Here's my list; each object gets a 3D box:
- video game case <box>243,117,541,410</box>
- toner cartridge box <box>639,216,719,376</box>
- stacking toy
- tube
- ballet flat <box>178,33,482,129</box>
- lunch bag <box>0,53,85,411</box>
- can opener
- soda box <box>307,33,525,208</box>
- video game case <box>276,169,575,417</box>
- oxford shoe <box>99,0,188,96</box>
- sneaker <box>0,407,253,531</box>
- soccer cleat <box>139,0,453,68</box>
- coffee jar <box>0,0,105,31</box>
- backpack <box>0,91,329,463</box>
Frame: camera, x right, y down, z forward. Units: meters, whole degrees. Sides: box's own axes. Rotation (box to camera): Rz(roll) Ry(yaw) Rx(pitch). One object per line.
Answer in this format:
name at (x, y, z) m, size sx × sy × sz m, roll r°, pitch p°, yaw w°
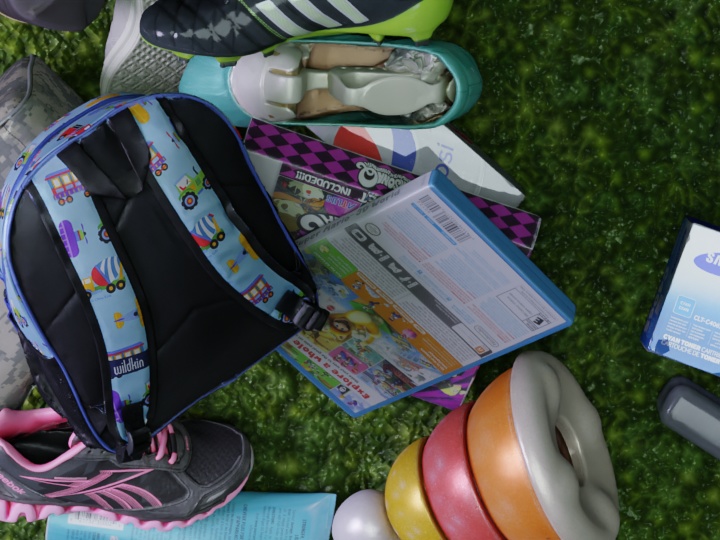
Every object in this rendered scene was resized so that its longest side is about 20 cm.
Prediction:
video game case at (0.000, 0.000, 1.376) m, size 0.198 × 0.036 × 0.182 m, roll 19°, pitch 138°, yaw -2°
toner cartridge box at (0.302, 0.041, 1.420) m, size 0.198 × 0.043 × 0.096 m, roll 19°, pitch 98°, yaw -1°
stacking toy at (0.065, 0.150, 1.416) m, size 0.199 × 0.146 × 0.147 m, roll -21°, pitch 98°, yaw 21°
tube at (-0.120, 0.183, 1.455) m, size 0.198 × 0.050 × 0.078 m, roll 8°, pitch 93°, yaw -3°
ballet flat at (-0.021, -0.122, 1.321) m, size 0.198 × 0.070 × 0.068 m, roll 1°, pitch 100°, yaw 3°
lunch bag at (-0.230, -0.015, 1.380) m, size 0.200 × 0.140 × 0.168 m, roll -41°, pitch 109°, yaw 10°
can opener at (0.287, 0.147, 1.432) m, size 0.199 × 0.053 × 0.067 m, roll 36°, pitch 99°, yaw -4°
soda box at (0.017, -0.095, 1.395) m, size 0.200 × 0.068 × 0.064 m, roll 41°, pitch 98°, yaw -5°
video game case at (0.021, 0.020, 1.349) m, size 0.199 × 0.018 × 0.143 m, roll -26°, pitch 123°, yaw 37°
oxford shoe at (-0.133, -0.168, 1.357) m, size 0.075 × 0.058 × 0.201 m, roll -7°, pitch 144°, yaw -19°
sneaker at (-0.168, 0.123, 1.402) m, size 0.198 × 0.080 × 0.096 m, roll -2°, pitch 143°, yaw -13°
soccer cleat at (-0.040, -0.177, 1.285) m, size 0.198 × 0.068 × 0.082 m, roll -7°, pitch 125°, yaw -5°
coffee jar at (-0.235, -0.227, 1.321) m, size 0.199 × 0.085 × 0.105 m, roll 29°, pitch 105°, yaw 39°
backpack at (-0.141, -0.016, 1.250) m, size 0.182 × 0.134 × 0.201 m, roll -35°, pitch 126°, yaw -15°
